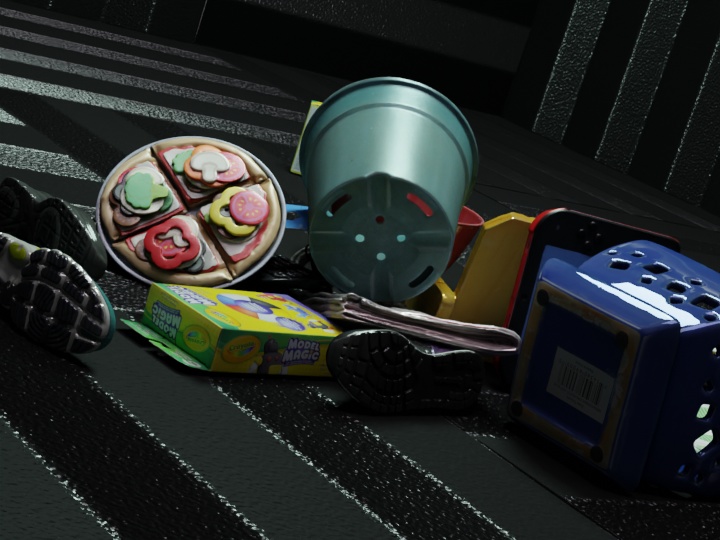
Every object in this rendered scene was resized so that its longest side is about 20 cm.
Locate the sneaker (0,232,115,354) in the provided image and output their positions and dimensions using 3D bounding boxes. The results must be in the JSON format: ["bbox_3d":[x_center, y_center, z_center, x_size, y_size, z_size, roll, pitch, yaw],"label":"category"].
[{"bbox_3d":[-0.267,0.016,1.466,0.080,0.078,0.200,19,8,-44],"label":"sneaker"}]

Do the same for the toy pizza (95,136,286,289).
[{"bbox_3d":[-0.177,-0.066,1.753,0.200,0.032,0.201,3,57,-4],"label":"toy pizza"}]

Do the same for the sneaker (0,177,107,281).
[{"bbox_3d":[-0.293,-0.038,1.670,0.091,0.076,0.200,17,12,-40],"label":"sneaker"}]

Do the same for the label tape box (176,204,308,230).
[{"bbox_3d":[-0.156,-0.044,1.844,0.199,0.063,0.144,9,12,1],"label":"label tape box"}]

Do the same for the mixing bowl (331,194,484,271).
[{"bbox_3d":[0.044,-0.044,2.096,0.200,0.109,0.200,17,13,-4],"label":"mixing bowl"}]

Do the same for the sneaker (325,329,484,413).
[{"bbox_3d":[0.023,0.092,1.583,0.087,0.076,0.200,17,1,43],"label":"sneaker"}]

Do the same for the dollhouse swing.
[{"bbox_3d":[0.176,0.013,1.878,0.200,0.176,0.182,14,13,-14],"label":"dollhouse swing"}]

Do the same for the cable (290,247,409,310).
[{"bbox_3d":[0.000,0.000,1.878,0.200,0.097,0.050,30,-9,37],"label":"cable"}]

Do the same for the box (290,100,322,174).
[{"bbox_3d":[0.001,-0.183,2.636,0.200,0.118,0.048,18,13,-4],"label":"box"}]

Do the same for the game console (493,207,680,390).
[{"bbox_3d":[0.240,0.044,1.774,0.176,0.201,0.031,14,5,-16],"label":"game console"}]

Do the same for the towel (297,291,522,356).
[{"bbox_3d":[0.044,0.055,1.700,0.191,0.032,0.200,14,-5,-15],"label":"towel"}]

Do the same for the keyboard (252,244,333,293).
[{"bbox_3d":[-0.078,-0.009,1.833,0.104,0.040,0.200,6,7,-18],"label":"keyboard"}]

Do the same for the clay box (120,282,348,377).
[{"bbox_3d":[-0.113,0.056,1.564,0.200,0.048,0.115,7,16,-46],"label":"clay box"}]

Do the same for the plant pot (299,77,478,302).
[{"bbox_3d":[0.026,-0.076,1.772,0.200,0.201,0.196,17,27,-5],"label":"plant pot"}]

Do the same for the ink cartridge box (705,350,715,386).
[{"bbox_3d":[0.418,0.107,2.118,0.200,0.050,0.109,16,12,-15],"label":"ink cartridge box"}]

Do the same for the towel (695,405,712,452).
[{"bbox_3d":[0.376,0.175,1.814,0.152,0.023,0.200,13,13,-28],"label":"towel"}]

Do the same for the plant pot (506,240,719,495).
[{"bbox_3d":[0.263,0.095,1.608,0.179,0.200,0.200,-2,22,-40],"label":"plant pot"}]
